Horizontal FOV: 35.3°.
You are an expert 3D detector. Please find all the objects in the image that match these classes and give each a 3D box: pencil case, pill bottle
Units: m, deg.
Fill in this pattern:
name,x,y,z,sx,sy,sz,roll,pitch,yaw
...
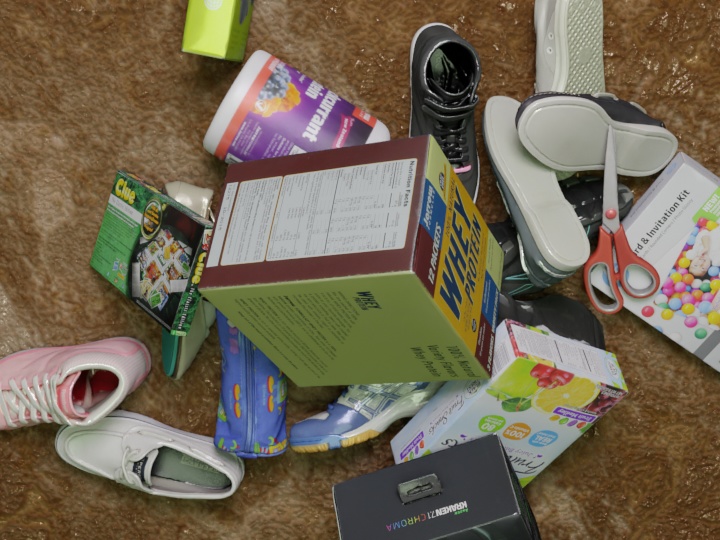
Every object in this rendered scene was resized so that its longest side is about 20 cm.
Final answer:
name,x,y,z,sx,sy,sz,roll,pitch,yaw
pencil case,-0.109,0.091,1.132,0.078,0.087,0.201,4,107,6
pill bottle,-0.041,-0.116,1.094,0.199,0.111,0.112,30,98,-6

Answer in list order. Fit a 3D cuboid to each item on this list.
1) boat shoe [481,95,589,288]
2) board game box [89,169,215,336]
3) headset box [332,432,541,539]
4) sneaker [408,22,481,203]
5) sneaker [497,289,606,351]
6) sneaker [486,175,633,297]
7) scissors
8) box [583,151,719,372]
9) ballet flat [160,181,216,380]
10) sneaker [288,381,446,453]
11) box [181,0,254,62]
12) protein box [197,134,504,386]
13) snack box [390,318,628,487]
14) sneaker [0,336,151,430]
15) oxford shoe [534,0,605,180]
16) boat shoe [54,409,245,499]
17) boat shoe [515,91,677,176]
name,x,y,z,sx,sy,sz,roll,pitch,yaw
boat shoe,0.154,-0.076,1.082,0.073,0.062,0.201,-5,61,-26
board game box,-0.199,-0.021,1.075,0.023,0.200,0.105,10,103,-37
headset box,0.083,0.263,1.114,0.173,0.093,0.200,-19,138,8
sneaker,0.083,-0.139,1.099,0.070,0.099,0.201,-6,101,-2
sneaker,0.159,0.067,1.148,0.199,0.086,0.081,19,60,-25
sneaker,0.185,-0.030,1.146,0.199,0.075,0.079,-25,129,-4
scissors,0.236,-0.043,1.095,0.073,0.014,0.201,-15,120,16
box,0.352,0.000,1.139,0.200,0.041,0.156,35,114,-6
ballet flat,-0.168,0.010,1.142,0.069,0.069,0.201,-1,99,-1
sneaker,0.013,0.122,1.164,0.199,0.075,0.089,-21,92,-7
box,-0.120,-0.299,1.055,0.047,0.122,0.201,12,100,1
protein box,0.000,0.000,1.014,0.199,0.199,0.135,-5,58,25
snack box,0.143,0.144,1.108,0.142,0.053,0.200,19,128,-28
sneaker,-0.314,0.121,1.135,0.199,0.105,0.076,-15,102,3
oxford shoe,0.200,-0.189,1.118,0.075,0.058,0.201,-16,117,-30
boat shoe,-0.220,0.197,1.168,0.199,0.066,0.072,17,99,-4
boat shoe,0.218,-0.138,1.078,0.199,0.060,0.074,3,129,-33
